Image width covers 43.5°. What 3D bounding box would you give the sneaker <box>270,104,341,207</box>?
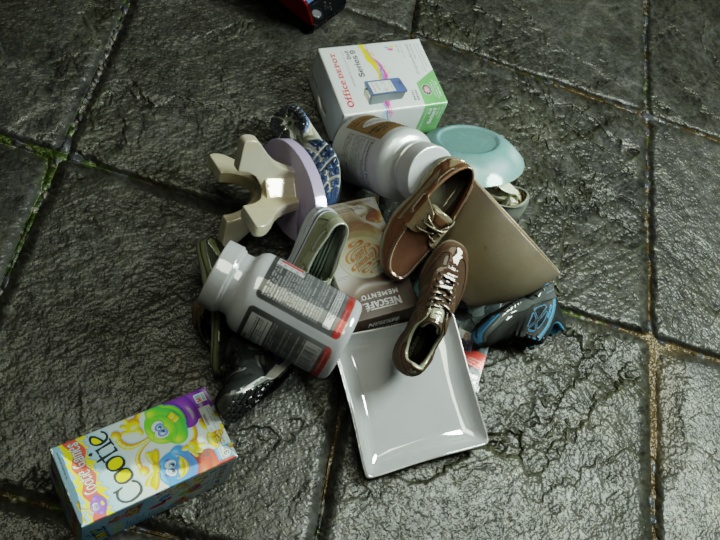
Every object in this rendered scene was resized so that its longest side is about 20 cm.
[{"bbox_3d":[-0.071,-0.172,1.428,0.076,0.085,0.201,-29,58,7],"label":"sneaker"}]

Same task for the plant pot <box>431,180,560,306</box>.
[{"bbox_3d":[0.186,-0.025,1.367,0.134,0.200,0.201,-44,77,11],"label":"plant pot"}]

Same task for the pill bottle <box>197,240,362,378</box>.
[{"bbox_3d":[-0.107,0.048,1.200,0.198,0.116,0.117,29,56,-3],"label":"pill bottle"}]

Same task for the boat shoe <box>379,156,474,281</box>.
[{"bbox_3d":[0.095,-0.076,1.285,0.075,0.072,0.202,31,85,-25],"label":"boat shoe"}]

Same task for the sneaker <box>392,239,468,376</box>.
[{"bbox_3d":[0.108,0.055,1.254,0.070,0.075,0.202,22,87,-13],"label":"sneaker"}]

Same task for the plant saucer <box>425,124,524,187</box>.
[{"bbox_3d":[0.178,-0.203,1.512,0.198,0.039,0.202,2,34,-1],"label":"plant saucer"}]

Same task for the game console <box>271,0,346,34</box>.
[{"bbox_3d":[-0.131,-0.532,1.606,0.199,0.119,0.172,40,57,7],"label":"game console"}]

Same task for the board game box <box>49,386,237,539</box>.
[{"bbox_3d":[-0.268,0.242,1.115,0.198,0.105,0.104,-20,68,-28],"label":"board game box"}]

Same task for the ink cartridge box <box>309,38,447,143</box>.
[{"bbox_3d":[0.028,-0.307,1.546,0.198,0.088,0.147,-11,65,-20],"label":"ink cartridge box"}]

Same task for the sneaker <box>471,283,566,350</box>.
[{"bbox_3d":[0.251,0.084,1.387,0.199,0.073,0.083,-22,84,-39],"label":"sneaker"}]

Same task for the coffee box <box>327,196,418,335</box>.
[{"bbox_3d":[0.000,0.000,1.350,0.113,0.080,0.202,-14,62,-18],"label":"coffee box"}]

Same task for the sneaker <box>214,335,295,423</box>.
[{"bbox_3d":[-0.158,0.134,1.196,0.087,0.076,0.200,41,18,7],"label":"sneaker"}]

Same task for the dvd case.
[{"bbox_3d":[0.137,0.079,1.397,0.145,0.022,0.202,24,57,-4],"label":"dvd case"}]

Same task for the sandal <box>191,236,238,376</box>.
[{"bbox_3d":[-0.207,0.053,1.275,0.057,0.080,0.203,-19,69,18],"label":"sandal"}]

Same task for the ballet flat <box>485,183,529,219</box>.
[{"bbox_3d":[0.190,-0.144,1.519,0.198,0.064,0.068,17,55,-8],"label":"ballet flat"}]

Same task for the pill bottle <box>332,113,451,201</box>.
[{"bbox_3d":[0.051,-0.170,1.400,0.113,0.116,0.199,-20,29,-27],"label":"pill bottle"}]

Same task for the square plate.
[{"bbox_3d":[0.070,0.174,1.291,0.198,0.028,0.201,-11,78,-23],"label":"square plate"}]

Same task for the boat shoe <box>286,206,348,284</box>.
[{"bbox_3d":[-0.073,0.010,1.274,0.071,0.202,0.062,10,15,-33],"label":"boat shoe"}]

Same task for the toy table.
[{"bbox_3d":[-0.142,-0.117,1.337,0.116,0.186,0.200,-5,29,-32],"label":"toy table"}]
